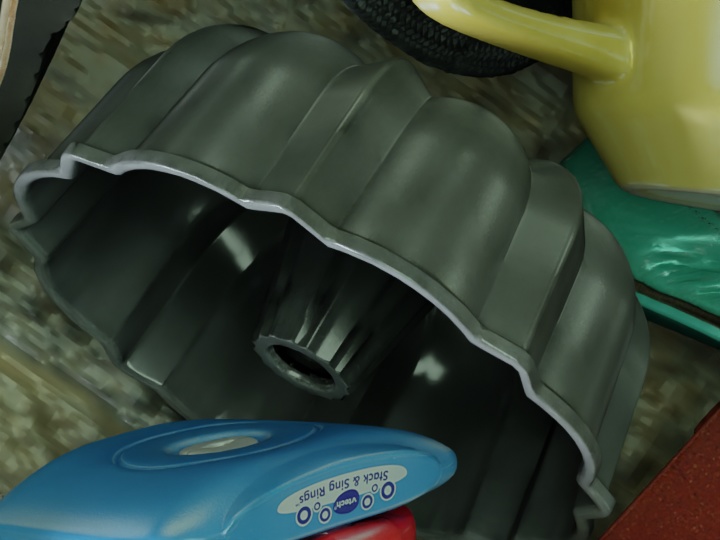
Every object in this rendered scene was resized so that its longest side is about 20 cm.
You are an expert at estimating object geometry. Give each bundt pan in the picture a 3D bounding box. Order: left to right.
[{"bbox_3d":[0.000,0.000,0.878,0.202,0.202,0.076,32,67,-2],"label":"bundt pan"}]

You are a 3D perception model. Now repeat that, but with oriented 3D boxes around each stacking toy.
[{"bbox_3d":[-0.028,0.147,0.854,0.116,0.110,0.200,-13,99,-40],"label":"stacking toy"}]

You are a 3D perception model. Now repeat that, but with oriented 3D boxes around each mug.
[{"bbox_3d":[0.106,-0.096,0.846,0.186,0.149,0.154,7,89,4],"label":"mug"}]

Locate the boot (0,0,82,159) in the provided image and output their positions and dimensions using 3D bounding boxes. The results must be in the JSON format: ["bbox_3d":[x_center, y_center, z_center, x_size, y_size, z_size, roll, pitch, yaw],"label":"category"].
[{"bbox_3d":[-0.147,-0.106,0.867,0.138,0.200,0.078,24,53,-7],"label":"boot"}]

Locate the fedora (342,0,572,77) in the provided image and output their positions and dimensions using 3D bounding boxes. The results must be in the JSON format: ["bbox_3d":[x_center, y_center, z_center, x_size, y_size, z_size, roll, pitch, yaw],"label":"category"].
[{"bbox_3d":[-0.004,-0.148,0.872,0.200,0.091,0.201,6,82,-49],"label":"fedora"}]

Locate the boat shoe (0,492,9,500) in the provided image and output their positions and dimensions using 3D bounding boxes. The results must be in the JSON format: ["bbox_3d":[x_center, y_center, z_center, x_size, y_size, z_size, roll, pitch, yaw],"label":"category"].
[{"bbox_3d":[-0.139,0.100,0.872,0.071,0.200,0.069,-42,76,29],"label":"boat shoe"}]

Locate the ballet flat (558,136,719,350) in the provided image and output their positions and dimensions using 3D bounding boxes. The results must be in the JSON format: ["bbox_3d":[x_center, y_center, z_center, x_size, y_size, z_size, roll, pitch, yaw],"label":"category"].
[{"bbox_3d":[0.144,0.010,0.897,0.200,0.067,0.070,30,91,18],"label":"ballet flat"}]

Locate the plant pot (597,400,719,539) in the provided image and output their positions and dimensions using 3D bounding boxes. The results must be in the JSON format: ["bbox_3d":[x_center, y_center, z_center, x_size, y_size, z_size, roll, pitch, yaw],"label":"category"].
[{"bbox_3d":[0.131,0.145,0.880,0.176,0.200,0.200,43,83,8],"label":"plant pot"}]
